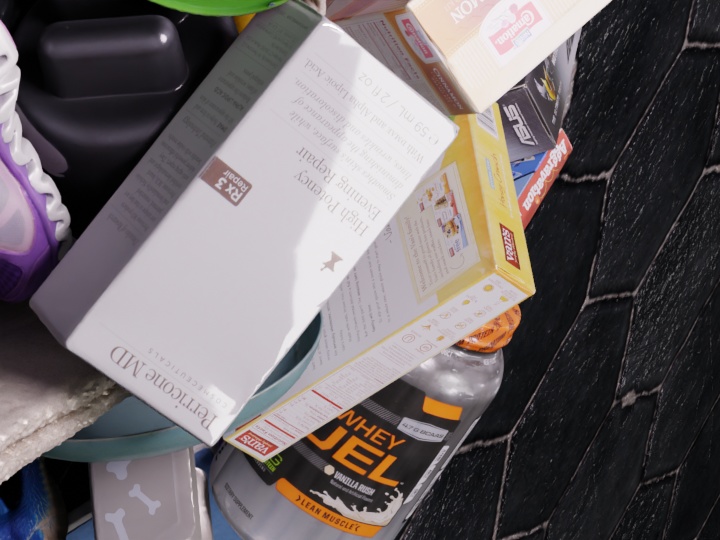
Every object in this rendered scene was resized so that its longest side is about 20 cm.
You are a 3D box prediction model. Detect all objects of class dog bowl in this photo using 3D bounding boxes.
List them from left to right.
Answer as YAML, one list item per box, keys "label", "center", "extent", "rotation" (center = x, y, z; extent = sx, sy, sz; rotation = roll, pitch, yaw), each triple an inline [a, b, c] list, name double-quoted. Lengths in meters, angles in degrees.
- label: "dog bowl"
  center: [-0.119, 0.135, 1.477]
  extent: [0.200, 0.058, 0.201]
  rotation: [174, -90, -88]

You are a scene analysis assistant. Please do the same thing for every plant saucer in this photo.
- label: "plant saucer"
  center: [-0.116, 0.052, 1.382]
  extent: [0.200, 0.199, 0.028]
  rotation: [-40, 129, -47]

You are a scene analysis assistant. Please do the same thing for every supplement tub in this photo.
- label: "supplement tub"
  center: [0.005, 0.080, 1.557]
  extent: [0.200, 0.122, 0.122]
  rotation: [-57, 163, 22]

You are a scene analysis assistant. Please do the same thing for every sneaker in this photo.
- label: "sneaker"
  center: [-0.204, -0.048, 1.248]
  extent: [0.088, 0.080, 0.200]
  rotation: [-46, 148, -25]

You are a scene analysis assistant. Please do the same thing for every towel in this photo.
- label: "towel"
  center: [-0.190, 0.050, 1.297]
  extent: [0.200, 0.132, 0.035]
  rotation: [-32, 138, -53]

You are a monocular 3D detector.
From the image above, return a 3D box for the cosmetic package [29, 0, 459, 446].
- label: "cosmetic package"
  center: [-0.057, -0.025, 1.251]
  extent: [0.102, 0.074, 0.200]
  rotation: [37, 90, -29]

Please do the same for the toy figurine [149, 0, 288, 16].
- label: "toy figurine"
  center: [-0.078, -0.253, 1.255]
  extent: [0.150, 0.200, 0.184]
  rotation: [-39, -158, 41]

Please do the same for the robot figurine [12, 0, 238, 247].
- label: "robot figurine"
  center: [-0.113, -0.080, 1.344]
  extent: [0.150, 0.125, 0.200]
  rotation: [-48, 153, -23]

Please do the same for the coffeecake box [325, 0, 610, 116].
- label: "coffeecake box"
  center: [0.055, -0.154, 1.421]
  extent: [0.153, 0.200, 0.073]
  rotation: [-41, 106, -19]

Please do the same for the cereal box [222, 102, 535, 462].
- label: "cereal box"
  center: [0.000, 0.000, 1.430]
  extent: [0.200, 0.144, 0.039]
  rotation: [-33, 135, 27]

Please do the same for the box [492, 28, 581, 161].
- label: "box"
  center: [0.051, -0.126, 1.552]
  extent: [0.048, 0.158, 0.200]
  rotation: [60, 28, -29]

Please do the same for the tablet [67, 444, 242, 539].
- label: "tablet"
  center: [-0.131, 0.180, 1.664]
  extent: [0.130, 0.014, 0.200]
  rotation: [-31, 151, -6]

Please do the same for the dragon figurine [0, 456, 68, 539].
- label: "dragon figurine"
  center: [-0.215, 0.157, 1.454]
  extent: [0.200, 0.099, 0.059]
  rotation: [-44, 159, -1]

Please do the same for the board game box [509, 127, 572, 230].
- label: "board game box"
  center: [0.020, -0.037, 1.512]
  extent: [0.019, 0.199, 0.103]
  rotation: [57, 47, -30]

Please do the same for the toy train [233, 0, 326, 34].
- label: "toy train"
  center: [-0.054, -0.144, 1.381]
  extent: [0.116, 0.084, 0.201]
  rotation: [111, -17, -45]

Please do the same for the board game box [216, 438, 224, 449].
- label: "board game box"
  center: [-0.050, 0.064, 1.647]
  extent: [0.200, 0.045, 0.135]
  rotation: [-32, 150, -11]
